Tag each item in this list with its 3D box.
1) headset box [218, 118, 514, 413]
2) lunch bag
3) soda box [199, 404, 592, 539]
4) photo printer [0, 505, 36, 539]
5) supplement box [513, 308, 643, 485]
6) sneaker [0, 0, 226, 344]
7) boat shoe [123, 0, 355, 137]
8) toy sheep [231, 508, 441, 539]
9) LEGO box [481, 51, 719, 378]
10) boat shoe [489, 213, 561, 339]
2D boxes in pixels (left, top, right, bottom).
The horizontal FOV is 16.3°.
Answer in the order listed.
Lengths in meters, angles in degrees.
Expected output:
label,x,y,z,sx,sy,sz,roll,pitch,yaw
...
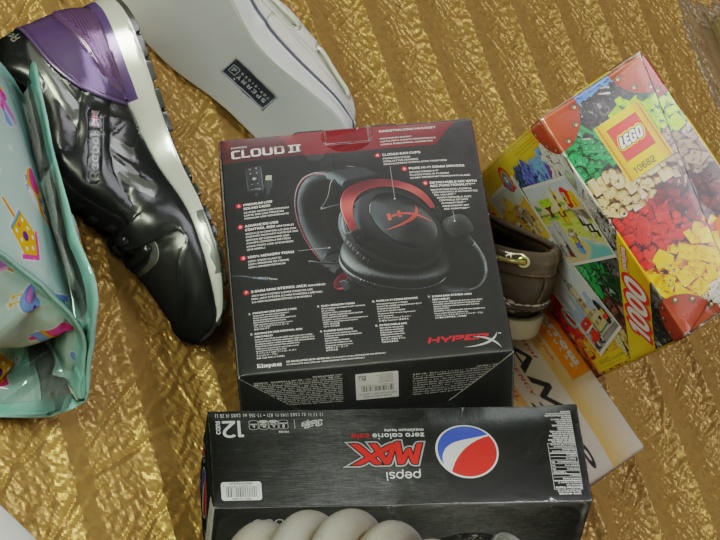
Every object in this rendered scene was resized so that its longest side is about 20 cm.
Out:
label,x,y,z,sx,sy,sz,roll,pitch,yaw
headset box,0.000,0.000,1.393,0.148,0.075,0.200,-6,48,-3
lunch bag,-0.205,-0.031,1.239,0.200,0.122,0.171,38,26,-52
soda box,0.017,0.116,1.322,0.199,0.071,0.063,0,51,-7
photo printer,-0.247,0.115,1.090,0.200,0.069,0.166,45,33,-10
supplement box,0.069,0.098,1.488,0.126,0.074,0.200,55,33,7
sneaker,-0.144,-0.045,1.392,0.087,0.076,0.200,-21,86,-20
boat shoe,-0.074,-0.149,1.556,0.200,0.072,0.066,42,30,-16
toy sheep,-0.015,0.181,1.234,0.138,0.199,0.138,3,90,-76
LEGO box,0.151,-0.027,1.491,0.077,0.200,0.149,-33,87,-14
boat shoe,0.031,-0.031,1.510,0.200,0.060,0.072,31,26,23
